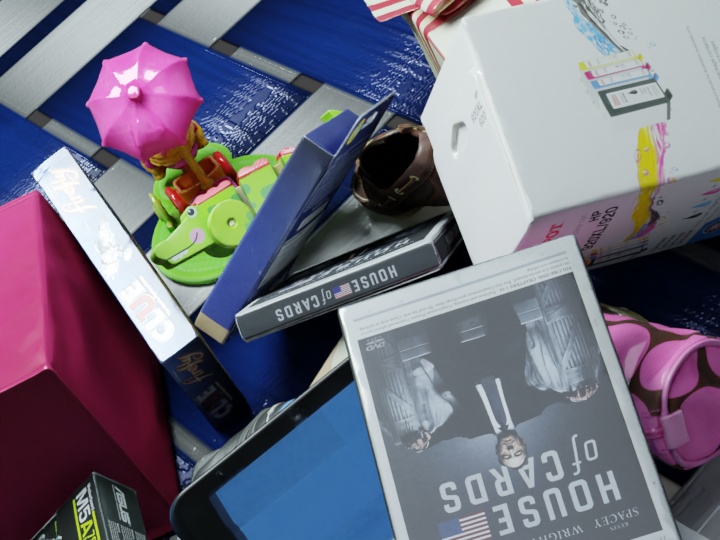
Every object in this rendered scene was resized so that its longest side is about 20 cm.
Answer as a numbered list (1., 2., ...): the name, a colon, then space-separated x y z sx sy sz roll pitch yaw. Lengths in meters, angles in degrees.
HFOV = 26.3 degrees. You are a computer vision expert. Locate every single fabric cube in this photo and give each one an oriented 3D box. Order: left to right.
1. fabric cube: -0.269 0.105 1.150 0.199 0.197 0.200 -25 42 6

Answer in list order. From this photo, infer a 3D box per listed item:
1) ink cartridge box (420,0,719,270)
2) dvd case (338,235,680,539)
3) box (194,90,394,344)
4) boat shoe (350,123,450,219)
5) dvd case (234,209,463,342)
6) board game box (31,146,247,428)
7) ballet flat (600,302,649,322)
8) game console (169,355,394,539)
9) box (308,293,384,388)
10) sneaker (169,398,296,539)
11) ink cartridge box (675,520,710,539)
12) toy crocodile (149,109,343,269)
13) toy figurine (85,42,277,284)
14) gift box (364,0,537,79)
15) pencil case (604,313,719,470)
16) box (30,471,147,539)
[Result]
1. ink cartridge box: 0.163 -0.092 1.030 0.198 0.147 0.146 -14 72 -13
2. dvd case: 0.080 0.090 0.872 0.149 0.025 0.202 -17 60 4
3. box: -0.046 -0.048 1.135 0.201 0.032 0.121 -57 -3 20
4. boat shoe: 0.032 -0.081 1.188 0.200 0.070 0.071 175 107 -67
5. dvd case: 0.000 0.000 1.131 0.149 0.025 0.200 -21 4 12
6. board game box: -0.167 0.014 1.171 0.034 0.136 0.200 -35 62 -6
7. ballet flat: 0.149 0.045 1.054 0.199 0.071 0.071 15 58 39
8. game console: 0.018 0.156 0.899 0.199 0.119 0.171 -39 38 -7
9. box: 0.006 0.121 1.039 0.077 0.095 0.201 8 53 39
10. sneaker: -0.092 0.176 1.076 0.082 0.071 0.200 -6 45 58
11. ink cartridge box: 0.159 0.247 0.820 0.200 0.084 0.145 -46 42 -16
12. toy crocodile: -0.083 -0.061 1.239 0.199 0.062 0.067 -30 0 -11
13. toy figurine: -0.162 -0.117 1.314 0.150 0.185 0.200 -35 39 -5
14. gift box: 0.124 -0.185 1.199 0.184 0.187 0.200 -33 41 -3
15. pencil case: 0.134 0.069 0.966 0.199 0.092 0.093 8 17 40
16. box: -0.205 0.268 1.014 0.193 0.047 0.201 -44 38 14
